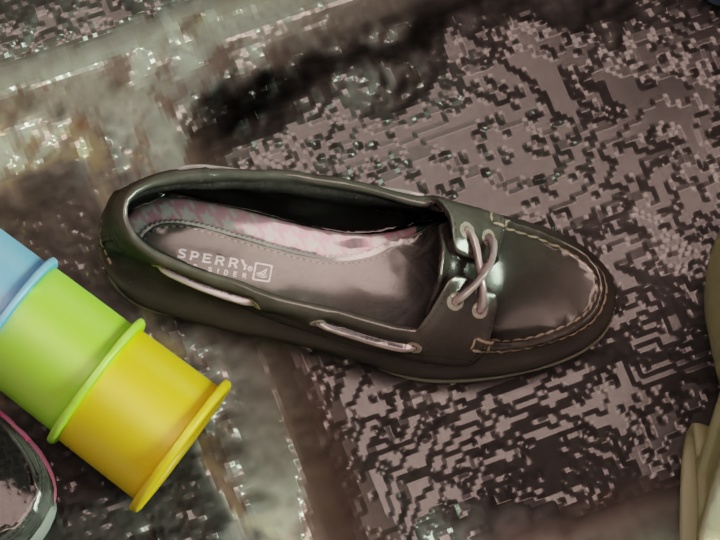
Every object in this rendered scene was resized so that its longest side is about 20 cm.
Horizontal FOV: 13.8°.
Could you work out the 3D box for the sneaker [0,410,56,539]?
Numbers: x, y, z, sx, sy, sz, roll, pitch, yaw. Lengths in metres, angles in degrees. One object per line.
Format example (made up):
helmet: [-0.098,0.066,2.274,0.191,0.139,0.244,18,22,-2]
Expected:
sneaker: [-0.200,0.043,1.070,0.200,0.095,0.079,29,73,2]

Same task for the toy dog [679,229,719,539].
toy dog: [0.225,0.053,1.097,0.199,0.140,0.194,8,38,-1]

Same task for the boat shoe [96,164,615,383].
boat shoe: [0.000,0.000,1.117,0.199,0.057,0.067,8,74,-3]

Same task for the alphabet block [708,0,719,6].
alphabet block: [0.158,-0.254,1.128,0.200,0.196,0.195,-43,84,-14]

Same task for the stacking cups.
stacking cups: [-0.145,0.009,1.096,0.200,0.061,0.061,35,75,2]
